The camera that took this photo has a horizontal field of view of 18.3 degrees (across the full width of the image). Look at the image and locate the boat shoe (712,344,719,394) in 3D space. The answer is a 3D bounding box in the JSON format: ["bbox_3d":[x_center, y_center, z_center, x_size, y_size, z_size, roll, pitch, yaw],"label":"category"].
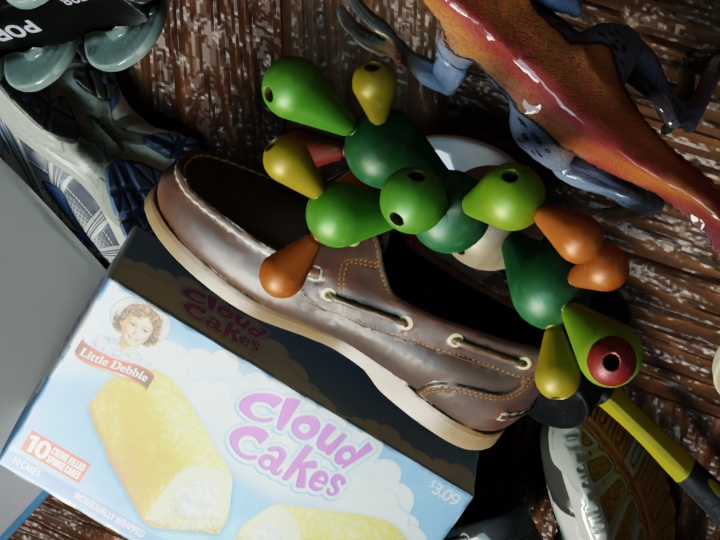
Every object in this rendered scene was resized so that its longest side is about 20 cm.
[{"bbox_3d":[0.217,0.038,0.840,0.199,0.065,0.072,-17,145,40],"label":"boat shoe"}]

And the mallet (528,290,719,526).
[{"bbox_3d":[0.156,0.085,1.091,0.200,0.066,0.041,38,142,-24],"label":"mallet"}]

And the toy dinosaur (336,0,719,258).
[{"bbox_3d":[0.076,-0.099,0.894,0.181,0.105,0.200,34,-175,-40],"label":"toy dinosaur"}]

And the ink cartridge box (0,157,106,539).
[{"bbox_3d":[-0.224,0.049,1.188,0.146,0.147,0.200,48,157,-14],"label":"ink cartridge box"}]

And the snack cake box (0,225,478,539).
[{"bbox_3d":[-0.056,0.084,1.068,0.199,0.067,0.115,31,113,-7],"label":"snack cake box"}]

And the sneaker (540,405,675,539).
[{"bbox_3d":[0.120,0.152,1.141,0.087,0.076,0.201,-3,124,36],"label":"sneaker"}]

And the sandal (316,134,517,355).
[{"bbox_3d":[-0.001,-0.012,1.082,0.206,0.059,0.079,-32,106,32],"label":"sandal"}]

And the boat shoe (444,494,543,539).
[{"bbox_3d":[0.036,0.135,1.164,0.200,0.074,0.063,9,116,62],"label":"boat shoe"}]

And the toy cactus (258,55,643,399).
[{"bbox_3d":[0.043,-0.014,0.936,0.199,0.165,0.103,30,99,17],"label":"toy cactus"}]

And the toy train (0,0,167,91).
[{"bbox_3d":[-0.158,-0.146,1.035,0.199,0.115,0.085,-10,149,37],"label":"toy train"}]

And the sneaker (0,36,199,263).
[{"bbox_3d":[-0.128,-0.043,1.150,0.200,0.077,0.085,52,147,-5],"label":"sneaker"}]

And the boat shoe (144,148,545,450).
[{"bbox_3d":[0.000,0.000,1.010,0.199,0.071,0.070,31,130,-7],"label":"boat shoe"}]
